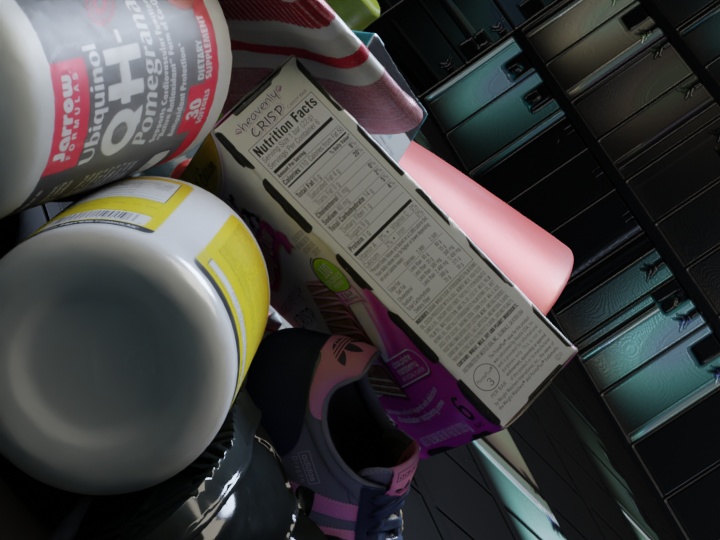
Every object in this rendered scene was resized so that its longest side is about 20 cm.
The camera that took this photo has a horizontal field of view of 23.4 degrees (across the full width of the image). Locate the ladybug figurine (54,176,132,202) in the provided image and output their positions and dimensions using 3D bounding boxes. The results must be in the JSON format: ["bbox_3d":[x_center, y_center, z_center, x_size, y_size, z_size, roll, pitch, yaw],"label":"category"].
[{"bbox_3d":[-0.185,-0.109,0.911,0.200,0.072,0.136,61,11,30],"label":"ladybug figurine"}]

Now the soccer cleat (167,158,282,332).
[{"bbox_3d":[-0.086,0.031,0.956,0.069,0.085,0.200,11,56,-30],"label":"soccer cleat"}]

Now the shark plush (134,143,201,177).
[{"bbox_3d":[-0.101,-0.081,1.069,0.200,0.083,0.091,27,27,-29],"label":"shark plush"}]

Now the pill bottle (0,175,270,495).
[{"bbox_3d":[-0.099,0.019,0.774,0.112,0.112,0.200,54,9,-7],"label":"pill bottle"}]

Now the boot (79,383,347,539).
[{"bbox_3d":[-0.042,0.146,0.772,0.163,0.073,0.198,60,10,-9],"label":"boot"}]

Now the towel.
[{"bbox_3d":[-0.074,-0.133,0.840,0.144,0.023,0.200,10,-25,46],"label":"towel"}]

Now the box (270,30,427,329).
[{"bbox_3d":[-0.039,-0.049,1.082,0.049,0.200,0.082,14,-26,38],"label":"box"}]

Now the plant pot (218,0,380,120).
[{"bbox_3d":[-0.097,-0.181,1.252,0.200,0.193,0.200,54,9,-13],"label":"plant pot"}]

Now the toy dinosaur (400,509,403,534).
[{"bbox_3d":[0.000,0.110,1.008,0.101,0.058,0.200,22,-49,69],"label":"toy dinosaur"}]

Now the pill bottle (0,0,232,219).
[{"bbox_3d":[-0.151,-0.080,0.732,0.111,0.111,0.200,56,33,4],"label":"pill bottle"}]

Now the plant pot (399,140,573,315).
[{"bbox_3d":[0.042,-0.003,1.403,0.177,0.200,0.200,43,11,-8],"label":"plant pot"}]

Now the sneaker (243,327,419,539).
[{"bbox_3d":[-0.002,0.118,0.888,0.070,0.082,0.200,-54,132,-45],"label":"sneaker"}]

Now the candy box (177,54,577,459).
[{"bbox_3d":[0.000,0.000,0.879,0.200,0.061,0.136,46,-19,-1],"label":"candy box"}]
